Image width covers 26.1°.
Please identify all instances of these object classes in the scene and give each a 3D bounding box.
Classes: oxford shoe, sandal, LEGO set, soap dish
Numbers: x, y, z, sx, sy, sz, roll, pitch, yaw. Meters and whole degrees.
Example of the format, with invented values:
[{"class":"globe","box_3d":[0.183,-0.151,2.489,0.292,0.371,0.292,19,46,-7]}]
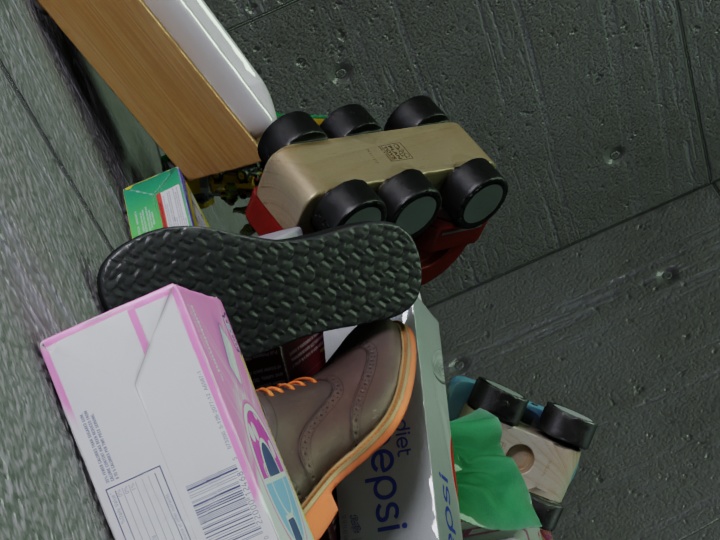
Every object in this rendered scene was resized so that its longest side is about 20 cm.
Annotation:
[{"class":"oxford shoe","box_3d":[-0.030,0.082,0.863,0.073,0.071,0.200,49,44,-16]},{"class":"sandal","box_3d":[-0.058,0.012,0.879,0.048,0.199,0.076,-4,-90,58]},{"class":"LEGO set","box_3d":[-0.066,-0.050,1.235,0.200,0.152,0.117,-52,140,-66]},{"class":"soap dish","box_3d":[-0.146,-0.163,1.094,0.200,0.081,0.158,51,6,-20]}]

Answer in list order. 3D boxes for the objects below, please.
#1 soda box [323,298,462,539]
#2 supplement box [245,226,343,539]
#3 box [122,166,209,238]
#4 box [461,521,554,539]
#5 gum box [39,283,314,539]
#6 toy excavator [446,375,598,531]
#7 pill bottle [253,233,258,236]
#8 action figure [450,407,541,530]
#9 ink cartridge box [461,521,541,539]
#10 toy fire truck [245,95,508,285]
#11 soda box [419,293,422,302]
[{"class":"soda box","box_3d":[0.022,0.118,0.963,0.068,0.063,0.202,51,30,-61]},{"class":"supplement box","box_3d":[-0.051,0.082,0.964,0.109,0.060,0.202,-32,108,-75]},{"class":"box","box_3d":[-0.099,0.041,1.078,0.118,0.048,0.201,-110,179,-49]},{"class":"box","box_3d":[0.094,0.306,1.333,0.100,0.094,0.202,-112,-143,-57]},{"class":"gum box","box_3d":[-0.063,0.113,0.692,0.114,0.066,0.202,44,23,-84]},{"class":"toy excavator","box_3d":[0.090,0.134,1.365,0.200,0.193,0.101,-140,-109,-81]},{"class":"pill bottle","box_3d":[-0.068,0.019,1.367,0.200,0.110,0.112,34,33,-88]},{"class":"action figure","box_3d":[0.015,0.147,1.081,0.118,0.198,0.055,-120,-142,-49]},{"class":"ink cartridge box","box_3d":[0.097,0.264,1.138,0.200,0.084,0.146,7,71,-78]},{"class":"toy fire truck","box_3d":[0.000,0.000,1.096,0.129,0.175,0.201,50,-47,29]},{"class":"soda box","box_3d":[0.019,0.016,1.347,0.068,0.063,0.201,74,4,-50]}]
